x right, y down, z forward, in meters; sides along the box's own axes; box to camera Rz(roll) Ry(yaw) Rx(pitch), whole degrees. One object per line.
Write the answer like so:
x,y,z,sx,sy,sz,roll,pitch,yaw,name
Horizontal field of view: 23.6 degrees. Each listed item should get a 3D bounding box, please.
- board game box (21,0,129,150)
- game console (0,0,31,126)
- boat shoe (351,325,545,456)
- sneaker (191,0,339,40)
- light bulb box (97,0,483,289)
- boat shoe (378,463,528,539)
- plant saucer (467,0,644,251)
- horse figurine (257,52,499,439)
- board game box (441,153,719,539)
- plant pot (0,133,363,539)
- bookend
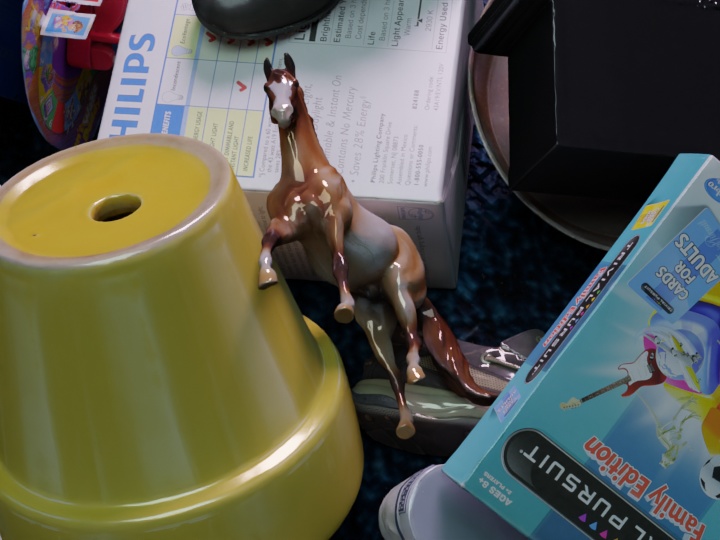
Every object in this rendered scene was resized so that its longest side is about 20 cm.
-0.146,-0.167,1.050,0.039,0.158,0.201,12,66,11,board game box
-0.261,-0.147,1.018,0.118,0.200,0.171,28,93,5,game console
0.094,0.068,0.955,0.199,0.075,0.074,10,66,10,boat shoe
-0.011,-0.204,0.954,0.200,0.089,0.074,-32,66,-8,sneaker
-0.035,-0.105,1.025,0.199,0.125,0.199,4,65,9,light bulb box
0.087,0.181,0.905,0.202,0.086,0.075,38,66,-9,boat shoe
0.156,-0.100,1.023,0.199,0.034,0.201,3,74,-12,plant saucer
0.000,0.000,0.891,0.050,0.200,0.133,-28,39,20,horse figurine
0.161,0.067,0.852,0.151,0.047,0.200,38,87,-10,board game box
-0.109,0.042,0.887,0.200,0.190,0.201,-7,32,5,plant pot
0.168,-0.045,0.939,0.198,0.092,0.201,4,73,-14,bookend
